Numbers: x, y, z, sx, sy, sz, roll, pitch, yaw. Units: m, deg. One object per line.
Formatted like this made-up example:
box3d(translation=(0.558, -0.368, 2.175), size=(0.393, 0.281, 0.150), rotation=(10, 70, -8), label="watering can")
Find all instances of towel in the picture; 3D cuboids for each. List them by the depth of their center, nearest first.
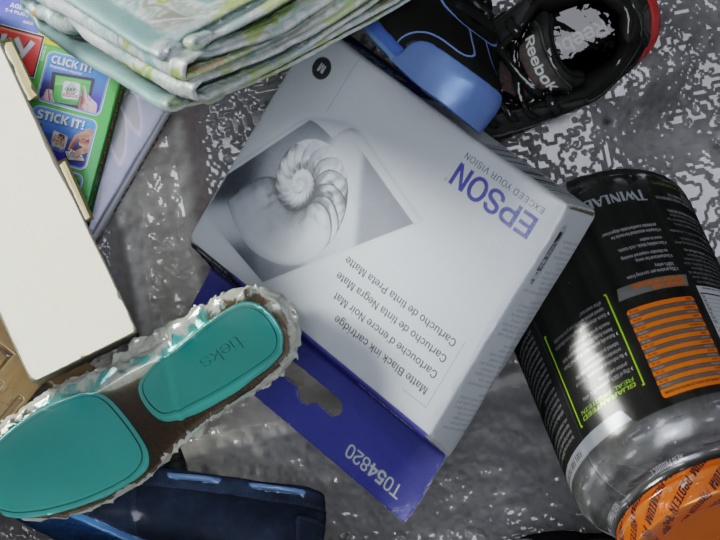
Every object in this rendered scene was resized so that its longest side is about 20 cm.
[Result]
box3d(translation=(-0.074, -0.158, 1.369), size=(0.171, 0.200, 0.048), rotation=(-30, 125, -20), label="towel")

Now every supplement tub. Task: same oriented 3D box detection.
box3d(translation=(0.152, 0.056, 1.371), size=(0.122, 0.123, 0.201), rotation=(-21, 59, 2), label="supplement tub")

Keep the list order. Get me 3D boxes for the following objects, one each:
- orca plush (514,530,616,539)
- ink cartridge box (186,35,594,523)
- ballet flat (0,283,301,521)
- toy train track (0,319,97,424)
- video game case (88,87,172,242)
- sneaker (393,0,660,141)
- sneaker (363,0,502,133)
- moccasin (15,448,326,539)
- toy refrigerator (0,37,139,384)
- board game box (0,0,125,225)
box3d(translation=(0.163, 0.149, 1.435), size=(0.199, 0.105, 0.071), rotation=(-17, 49, 24), label="orca plush")
box3d(translation=(0.000, 0.000, 1.392), size=(0.199, 0.041, 0.201), rotation=(37, 104, 31), label="ink cartridge box")
box3d(translation=(-0.114, 0.071, 1.381), size=(0.199, 0.072, 0.072), rotation=(-29, 90, 9), label="ballet flat")
box3d(translation=(-0.203, 0.081, 1.419), size=(0.115, 0.033, 0.200), rotation=(37, 64, 1), label="toy train track")
box3d(translation=(-0.217, -0.099, 1.466), size=(0.199, 0.023, 0.183), rotation=(31, 92, 1), label="video game case")
box3d(translation=(0.076, -0.106, 1.421), size=(0.200, 0.098, 0.071), rotation=(-28, 94, 3), label="sneaker")
box3d(translation=(0.041, -0.152, 1.380), size=(0.078, 0.200, 0.070), rotation=(-46, 128, 12), label="sneaker")
box3d(translation=(-0.111, 0.130, 1.438), size=(0.199, 0.081, 0.069), rotation=(15, 69, 12), label="moccasin")
box3d(translation=(-0.187, -0.044, 1.384), size=(0.070, 0.076, 0.201), rotation=(-26, 88, -5), label="toy refrigerator")
box3d(translation=(-0.237, -0.095, 1.442), size=(0.199, 0.029, 0.135), rotation=(15, 92, 2), label="board game box")
